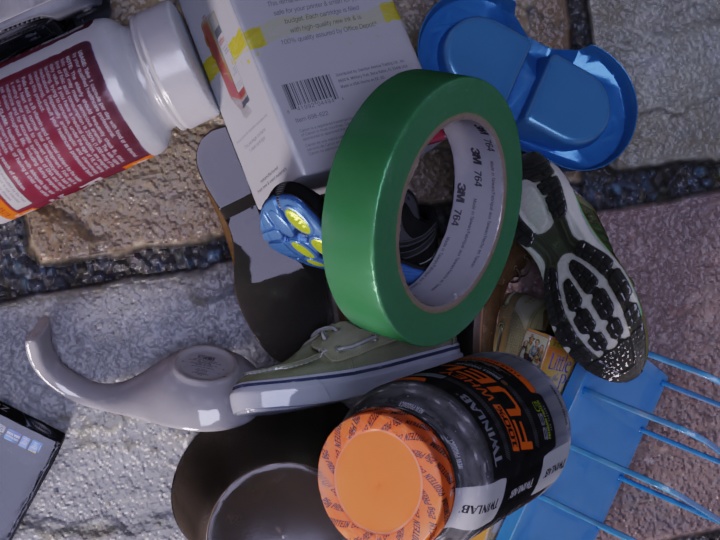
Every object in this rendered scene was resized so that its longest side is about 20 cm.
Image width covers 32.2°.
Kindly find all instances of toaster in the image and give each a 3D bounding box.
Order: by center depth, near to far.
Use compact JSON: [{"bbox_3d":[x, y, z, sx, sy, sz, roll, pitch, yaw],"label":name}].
[{"bbox_3d":[-0.302,-0.223,0.971,0.199,0.114,0.130,-26,93,-2],"label":"toaster"}]

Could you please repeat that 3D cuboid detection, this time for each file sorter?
[{"bbox_3d":[0.227,0.172,1.018,0.139,0.122,0.201,33,80,-50],"label":"file sorter"}]

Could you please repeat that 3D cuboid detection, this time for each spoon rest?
[{"bbox_3d":[-0.174,0.090,1.027,0.199,0.099,0.061,13,121,4],"label":"spoon rest"}]

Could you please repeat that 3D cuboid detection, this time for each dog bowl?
[{"bbox_3d":[0.134,-0.154,1.049,0.200,0.050,0.112,27,75,-9],"label":"dog bowl"}]

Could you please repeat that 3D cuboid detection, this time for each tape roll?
[{"bbox_3d":[0.050,-0.046,0.924,0.048,0.200,0.201,15,93,34],"label":"tape roll"}]

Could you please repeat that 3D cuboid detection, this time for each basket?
[{"bbox_3d":[-0.065,0.183,0.982,0.180,0.200,0.136,-30,97,-5],"label":"basket"}]

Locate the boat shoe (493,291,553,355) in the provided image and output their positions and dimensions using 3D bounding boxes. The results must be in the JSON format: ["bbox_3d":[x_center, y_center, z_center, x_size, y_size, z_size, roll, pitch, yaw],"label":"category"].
[{"bbox_3d":[0.124,0.120,1.076,0.073,0.063,0.201,8,100,-50],"label":"boat shoe"}]

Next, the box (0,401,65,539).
[{"bbox_3d":[-0.368,0.164,1.022,0.200,0.044,0.161,29,90,-8],"label":"box"}]

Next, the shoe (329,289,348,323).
[{"bbox_3d":[0.000,0.000,1.052,0.070,0.053,0.201,-3,93,-15],"label":"shoe"}]

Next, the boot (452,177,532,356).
[{"bbox_3d":[0.116,-0.002,1.051,0.075,0.074,0.201,9,81,-18],"label":"boot"}]

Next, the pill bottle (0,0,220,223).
[{"bbox_3d":[-0.218,-0.125,0.972,0.199,0.114,0.115,-23,97,4],"label":"pill bottle"}]

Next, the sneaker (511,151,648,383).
[{"bbox_3d":[0.186,-0.005,1.004,0.077,0.088,0.201,-36,66,32],"label":"sneaker"}]

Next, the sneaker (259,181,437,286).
[{"bbox_3d":[-0.005,-0.039,0.952,0.199,0.071,0.083,14,84,-53],"label":"sneaker"}]

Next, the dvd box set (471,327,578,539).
[{"bbox_3d":[0.156,0.154,1.050,0.146,0.029,0.201,13,95,-50],"label":"dvd box set"}]

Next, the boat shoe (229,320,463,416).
[{"bbox_3d":[-0.013,0.072,0.995,0.199,0.072,0.062,-10,83,-26],"label":"boat shoe"}]

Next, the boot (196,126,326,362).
[{"bbox_3d":[-0.079,-0.023,1.027,0.073,0.075,0.201,-20,97,-6],"label":"boot"}]

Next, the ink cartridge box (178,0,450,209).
[{"bbox_3d":[-0.040,-0.166,0.976,0.145,0.083,0.201,-18,83,-32],"label":"ink cartridge box"}]

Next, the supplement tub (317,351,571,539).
[{"bbox_3d":[0.062,0.131,0.897,0.122,0.200,0.123,4,98,30],"label":"supplement tub"}]
